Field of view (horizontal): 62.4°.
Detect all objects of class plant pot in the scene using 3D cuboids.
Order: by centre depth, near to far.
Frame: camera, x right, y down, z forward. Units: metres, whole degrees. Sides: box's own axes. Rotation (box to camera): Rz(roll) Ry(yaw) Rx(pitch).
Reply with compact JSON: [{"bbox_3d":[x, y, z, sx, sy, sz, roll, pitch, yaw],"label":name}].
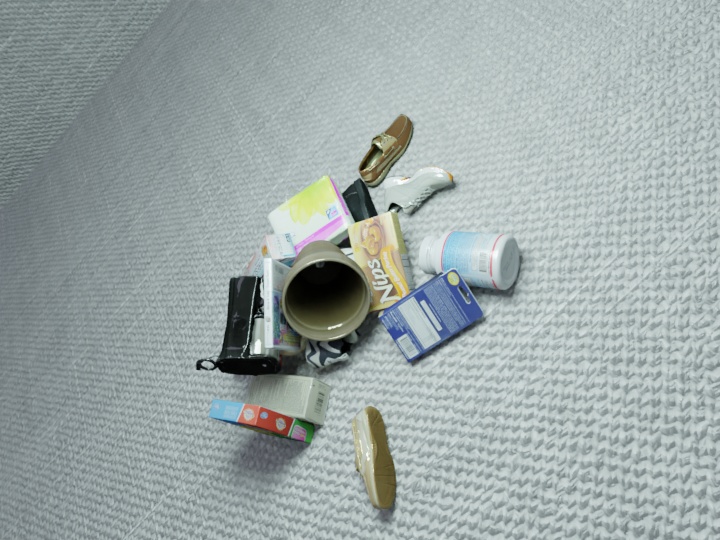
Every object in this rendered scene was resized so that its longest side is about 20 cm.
[{"bbox_3d":[-0.085,0.023,1.335,0.199,0.200,0.175,-40,29,12],"label":"plant pot"}]

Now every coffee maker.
[{"bbox_3d":[-0.266,0.122,1.358,0.135,0.186,0.206,127,148,-55],"label":"coffee maker"}]

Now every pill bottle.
[{"bbox_3d":[0.224,-0.025,1.247,0.195,0.108,0.112,8,72,38],"label":"pill bottle"}]

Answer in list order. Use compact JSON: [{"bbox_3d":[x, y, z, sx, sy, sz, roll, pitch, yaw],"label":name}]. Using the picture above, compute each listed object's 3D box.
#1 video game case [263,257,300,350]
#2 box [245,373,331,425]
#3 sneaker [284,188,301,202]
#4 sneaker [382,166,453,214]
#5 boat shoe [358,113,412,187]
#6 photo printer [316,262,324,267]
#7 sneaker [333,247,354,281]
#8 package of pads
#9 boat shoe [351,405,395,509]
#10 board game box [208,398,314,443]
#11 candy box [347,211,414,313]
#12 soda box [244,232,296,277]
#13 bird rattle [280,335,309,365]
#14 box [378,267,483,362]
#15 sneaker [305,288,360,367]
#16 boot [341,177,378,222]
[{"bbox_3d":[-0.172,0.082,1.324,0.023,0.200,0.189,-4,81,10],"label":"video game case"},{"bbox_3d":[-0.174,0.300,1.403,0.195,0.077,0.098,0,67,36],"label":"box"},{"bbox_3d":[-0.156,-0.178,1.601,0.082,0.073,0.202,-59,27,20],"label":"sneaker"},{"bbox_3d":[0.137,-0.183,1.424,0.196,0.075,0.095,-10,69,41],"label":"sneaker"},{"bbox_3d":[0.063,-0.315,1.533,0.075,0.073,0.204,29,86,41],"label":"boat shoe"},{"bbox_3d":[-0.179,-0.005,1.557,0.195,0.069,0.173,-9,69,33],"label":"photo printer"},{"bbox_3d":[0.000,0.000,1.440,0.196,0.075,0.120,-12,73,35],"label":"sneaker"},{"bbox_3d":[-0.121,-0.119,1.462,0.197,0.068,0.158,-31,72,15],"label":"package of pads"},{"bbox_3d":[0.022,0.389,1.225,0.068,0.073,0.206,-32,51,33],"label":"boat shoe"},{"bbox_3d":[-0.219,0.339,1.337,0.149,0.199,0.042,-1,65,36],"label":"board game box"},{"bbox_3d":[0.049,-0.017,1.350,0.112,0.055,0.207,-15,86,24],"label":"candy box"},{"bbox_3d":[-0.223,-0.012,1.448,0.200,0.066,0.065,-47,58,53],"label":"soda box"},{"bbox_3d":[-0.188,0.147,1.453,0.158,0.113,0.206,-9,57,27],"label":"bird rattle"},{"bbox_3d":[0.149,0.091,1.249,0.197,0.123,0.032,-34,7,19],"label":"box"},{"bbox_3d":[-0.055,0.126,1.405,0.125,0.080,0.205,-6,55,23],"label":"sneaker"},{"bbox_3d":[-0.039,-0.131,1.520,0.160,0.073,0.202,-33,46,17],"label":"boot"}]
